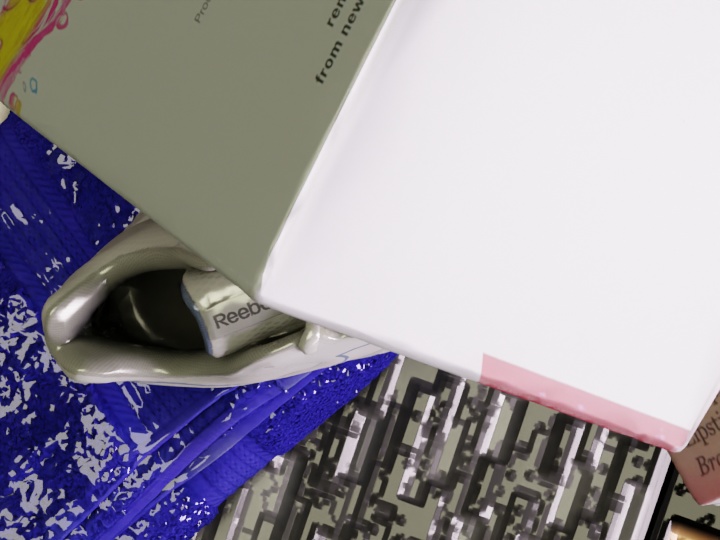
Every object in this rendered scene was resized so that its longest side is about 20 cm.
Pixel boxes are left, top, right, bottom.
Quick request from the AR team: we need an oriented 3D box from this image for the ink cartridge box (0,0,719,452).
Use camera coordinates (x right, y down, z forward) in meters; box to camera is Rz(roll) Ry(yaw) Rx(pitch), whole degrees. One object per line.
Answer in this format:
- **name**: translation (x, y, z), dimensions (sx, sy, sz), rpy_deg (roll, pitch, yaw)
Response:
- **ink cartridge box**: translation (0.003, -0.077, 0.605), dimensions (0.200, 0.145, 0.145), rpy_deg (37, 102, 46)

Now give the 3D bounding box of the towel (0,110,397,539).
- **towel**: translation (-0.071, 0.004, 0.829), dimensions (0.200, 0.050, 0.148), rpy_deg (-39, 84, 7)

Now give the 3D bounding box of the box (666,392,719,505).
- **box**: translation (0.119, -0.055, 0.744), dimensions (0.128, 0.109, 0.201), rpy_deg (-35, 82, 48)

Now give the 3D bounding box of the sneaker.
- **sneaker**: translation (0.000, 0.000, 0.726), dimensions (0.199, 0.087, 0.075), rpy_deg (-19, 96, 28)
